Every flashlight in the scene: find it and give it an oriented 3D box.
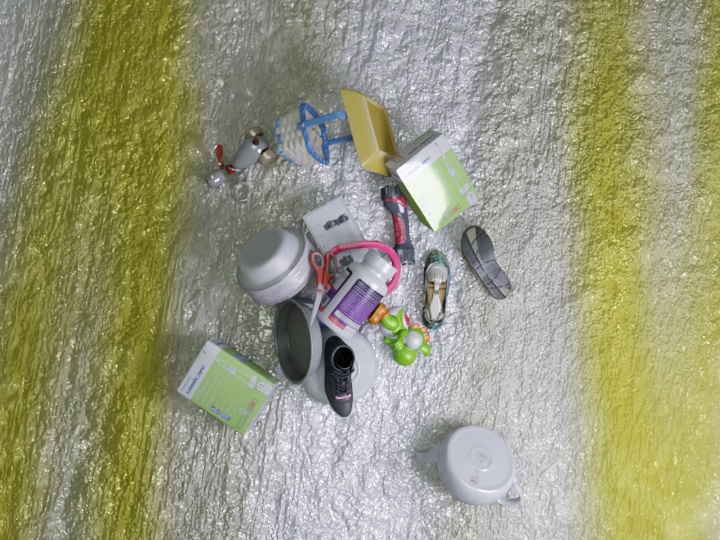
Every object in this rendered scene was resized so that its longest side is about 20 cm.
[{"bbox_3d":[0.092,-0.113,1.711,0.067,0.068,0.201,-7,85,28],"label":"flashlight"}]

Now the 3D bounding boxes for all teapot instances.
[{"bbox_3d":[0.267,0.478,1.613,0.196,0.146,0.201,-10,53,-24],"label":"teapot"}]

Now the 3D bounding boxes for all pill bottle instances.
[{"bbox_3d":[-0.007,0.052,1.589,0.111,0.111,0.200,39,94,5],"label":"pill bottle"}]

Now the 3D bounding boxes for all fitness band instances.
[{"bbox_3d":[0.000,0.000,1.659,0.199,0.037,0.145,-4,95,-1],"label":"fitness band"}]

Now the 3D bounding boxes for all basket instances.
[{"bbox_3d":[-0.108,-0.341,1.684,0.199,0.176,0.140,-7,81,12],"label":"basket"}]

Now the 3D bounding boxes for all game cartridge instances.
[{"bbox_3d":[-0.132,0.172,1.707,0.132,0.042,0.201,8,85,7],"label":"game cartridge"}]

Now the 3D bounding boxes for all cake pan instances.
[{"bbox_3d":[-0.148,0.167,1.608,0.037,0.200,0.202,-3,83,-32],"label":"cake pan"}]

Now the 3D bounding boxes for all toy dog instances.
[{"bbox_3d":[-0.307,-0.283,1.724,0.132,0.096,0.201,33,87,5],"label":"toy dog"}]

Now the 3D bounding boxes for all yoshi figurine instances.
[{"bbox_3d":[0.083,0.165,1.657,0.200,0.113,0.112,39,132,-21],"label":"yoshi figurine"}]

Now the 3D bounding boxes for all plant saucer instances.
[{"bbox_3d":[0.034,-0.342,1.665,0.048,0.200,0.201,-17,84,23],"label":"plant saucer"}]

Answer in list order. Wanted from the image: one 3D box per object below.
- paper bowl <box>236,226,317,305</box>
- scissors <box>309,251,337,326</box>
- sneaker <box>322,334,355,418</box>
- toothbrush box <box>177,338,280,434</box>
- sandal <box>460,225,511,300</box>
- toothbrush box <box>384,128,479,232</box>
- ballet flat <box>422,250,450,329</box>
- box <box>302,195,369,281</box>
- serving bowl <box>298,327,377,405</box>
[{"bbox_3d":[-0.213,-0.023,1.641,0.200,0.104,0.201,-20,44,20],"label":"paper bowl"},{"bbox_3d":[-0.086,0.041,1.577,0.073,0.014,0.201,14,58,-29],"label":"scissors"},{"bbox_3d":[-0.047,0.254,1.574,0.070,0.099,0.201,-8,93,-14],"label":"sneaker"},{"bbox_3d":[-0.321,0.283,1.665,0.199,0.086,0.146,31,90,5],"label":"toothbrush box"},{"bbox_3d":[0.308,-0.016,1.702,0.080,0.057,0.202,-28,99,-7],"label":"sandal"},{"bbox_3d":[0.177,-0.219,1.662,0.145,0.086,0.200,-38,118,-3],"label":"toothbrush box"},{"bbox_3d":[0.191,0.047,1.691,0.074,0.074,0.201,1,84,2],"label":"ballet flat"},{"bbox_3d":[-0.050,-0.074,1.714,0.116,0.060,0.201,-30,85,-1],"label":"box"},{"bbox_3d":[-0.049,0.237,1.657,0.199,0.066,0.201,0,90,-13],"label":"serving bowl"}]
